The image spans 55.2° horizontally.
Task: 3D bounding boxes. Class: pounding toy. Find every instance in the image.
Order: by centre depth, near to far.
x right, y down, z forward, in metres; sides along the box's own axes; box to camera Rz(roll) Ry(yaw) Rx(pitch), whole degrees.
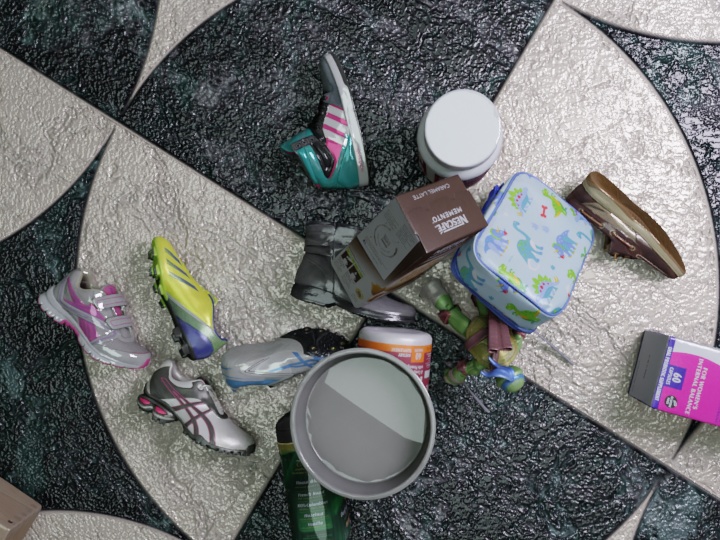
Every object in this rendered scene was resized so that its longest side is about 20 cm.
[{"bbox_3d":[-0.619,0.430,1.045,0.183,0.142,0.201,33,91,1],"label":"pounding toy"}]

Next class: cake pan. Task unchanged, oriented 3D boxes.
[{"bbox_3d":[0.004,0.204,0.932,0.198,0.037,0.203,0,90,10],"label":"cake pan"}]

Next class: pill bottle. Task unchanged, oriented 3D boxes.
[{"bbox_3d":[0.134,-0.176,0.941,0.113,0.200,0.116,0,91,5],"label":"pill bottle"},{"bbox_3d":[0.043,0.187,1.000,0.108,0.110,0.203,5,91,5],"label":"pill bottle"}]

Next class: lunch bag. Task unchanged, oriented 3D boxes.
[{"bbox_3d":[0.223,-0.030,0.947,0.160,0.083,0.201,37,55,-3],"label":"lunch bag"}]

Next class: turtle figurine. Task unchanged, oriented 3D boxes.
[{"bbox_3d":[0.176,0.098,1.005,0.144,0.199,0.195,-39,66,27],"label":"turtle figurine"}]

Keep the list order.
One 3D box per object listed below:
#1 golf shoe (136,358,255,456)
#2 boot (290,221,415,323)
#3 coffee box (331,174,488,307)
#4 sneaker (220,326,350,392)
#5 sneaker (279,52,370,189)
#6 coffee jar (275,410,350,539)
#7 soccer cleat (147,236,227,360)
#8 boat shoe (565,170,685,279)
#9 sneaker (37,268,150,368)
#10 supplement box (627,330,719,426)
[{"bbox_3d":[-0.241,0.213,1.047,0.198,0.077,0.089,28,86,4],"label":"golf shoe"},{"bbox_3d":[0.000,0.000,1.027,0.198,0.070,0.133,16,84,-2],"label":"boot"},{"bbox_3d":[0.059,-0.034,0.915,0.114,0.200,0.080,-24,80,-32],"label":"coffee box"},{"bbox_3d":[-0.111,0.137,1.043,0.197,0.072,0.073,-10,125,-1],"label":"sneaker"},{"bbox_3d":[-0.065,-0.212,1.024,0.119,0.084,0.203,-14,90,-4],"label":"sneaker"},{"bbox_3d":[-0.070,0.301,1.015,0.084,0.104,0.203,-9,90,6],"label":"coffee jar"},{"bbox_3d":[-0.268,0.039,1.063,0.083,0.065,0.202,-20,84,-24],"label":"soccer cleat"},{"bbox_3d":[0.381,-0.053,0.994,0.200,0.072,0.072,40,125,-7],"label":"boat shoe"},{"bbox_3d":[-0.396,0.071,1.056,0.199,0.081,0.089,39,96,3],"label":"sneaker"},{"bbox_3d":[0.498,0.161,0.960,0.198,0.103,0.102,14,91,3],"label":"supplement box"}]
